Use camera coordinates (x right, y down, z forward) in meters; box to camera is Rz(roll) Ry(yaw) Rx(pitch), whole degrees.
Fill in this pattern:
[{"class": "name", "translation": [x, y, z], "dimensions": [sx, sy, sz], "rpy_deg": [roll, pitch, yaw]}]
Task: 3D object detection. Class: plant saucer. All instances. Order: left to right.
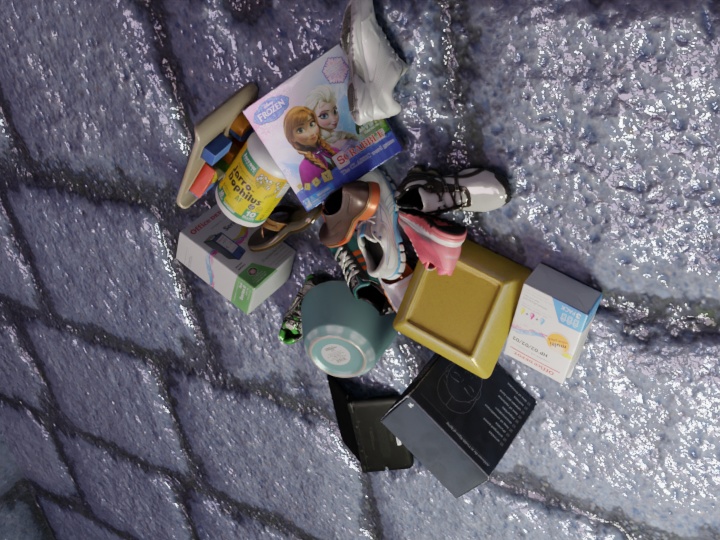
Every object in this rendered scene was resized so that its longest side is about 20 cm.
[{"class": "plant saucer", "translation": [0.162, 0.053, 1.462], "dimensions": [0.198, 0.048, 0.203], "rpy_deg": [27, 103, 23]}]

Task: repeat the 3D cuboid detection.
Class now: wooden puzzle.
[{"class": "wooden puzzle", "translation": [-0.251, -0.220, 1.578], "dimensions": [0.046, 0.186, 0.201], "rpy_deg": [33, 138, 7]}]

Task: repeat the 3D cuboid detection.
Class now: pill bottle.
[{"class": "pill bottle", "translation": [-0.175, -0.184, 1.581], "dimensions": [0.113, 0.113, 0.200], "rpy_deg": [44, 125, 3]}]

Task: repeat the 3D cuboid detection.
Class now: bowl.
[{"class": "bowl", "translation": [-0.032, 0.129, 1.669], "dimensions": [0.196, 0.106, 0.203], "rpy_deg": [8, 134, 9]}]

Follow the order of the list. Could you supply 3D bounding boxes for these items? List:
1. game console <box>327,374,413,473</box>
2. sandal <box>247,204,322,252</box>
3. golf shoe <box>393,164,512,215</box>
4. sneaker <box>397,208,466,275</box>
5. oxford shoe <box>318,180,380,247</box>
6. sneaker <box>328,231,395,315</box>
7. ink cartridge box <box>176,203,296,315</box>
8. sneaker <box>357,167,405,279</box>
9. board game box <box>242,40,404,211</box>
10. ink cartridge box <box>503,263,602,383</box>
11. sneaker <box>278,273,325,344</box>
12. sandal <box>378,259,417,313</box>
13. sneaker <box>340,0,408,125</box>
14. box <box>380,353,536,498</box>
[{"class": "game console", "translation": [0.021, 0.326, 1.888], "dimensions": [0.172, 0.117, 0.203], "rpy_deg": [-7, 121, 9]}, {"class": "sandal", "translation": [-0.150, -0.095, 1.660], "dimensions": [0.198, 0.082, 0.055], "rpy_deg": [-20, 122, 44]}, {"class": "golf shoe", "translation": [0.144, -0.116, 1.387], "dimensions": [0.197, 0.094, 0.079], "rpy_deg": [5, 123, 36]}, {"class": "sneaker", "translation": [0.106, -0.048, 1.419], "dimensions": [0.200, 0.072, 0.089], "rpy_deg": [-137, 51, -66]}, {"class": "oxford shoe", "translation": [-0.038, -0.099, 1.457], "dimensions": [0.071, 0.073, 0.200], "rpy_deg": [10, 152, -22]}, {"class": "sneaker", "translation": [0.000, 0.000, 1.605], "dimensions": [0.200, 0.080, 0.072], "rpy_deg": [43, 137, 12]}, {"class": "ink cartridge box", "translation": [-0.252, -0.031, 1.751], "dimensions": [0.199, 0.145, 0.088], "rpy_deg": [35, 137, 14]}, {"class": "sneaker", "translation": [0.024, -0.083, 1.484], "dimensions": [0.074, 0.086, 0.204], "rpy_deg": [-15, 86, 32]}, {"class": "board game box", "translation": [-0.060, -0.235, 1.431], "dimensions": [0.198, 0.041, 0.201], "rpy_deg": [-31, 103, 15]}, {"class": "ink cartridge box", "translation": [0.310, 0.103, 1.430], "dimensions": [0.114, 0.068, 0.203], "rpy_deg": [27, 135, 22]}, {"class": "sneaker", "translation": [-0.111, 0.087, 1.767], "dimensions": [0.078, 0.085, 0.201], "rpy_deg": [37, 137, 11]}, {"class": "sandal", "translation": [0.068, 0.007, 1.547], "dimensions": [0.208, 0.079, 0.059], "rpy_deg": [54, 167, -5]}, {"class": "sneaker", "translation": [0.024, -0.332, 1.347], "dimensions": [0.078, 0.097, 0.205], "rpy_deg": [-150, 54, -71]}, {"class": "box", "translation": [0.179, 0.257, 1.564], "dimensions": [0.200, 0.196, 0.124], "rpy_deg": [45, 139, 3]}]
